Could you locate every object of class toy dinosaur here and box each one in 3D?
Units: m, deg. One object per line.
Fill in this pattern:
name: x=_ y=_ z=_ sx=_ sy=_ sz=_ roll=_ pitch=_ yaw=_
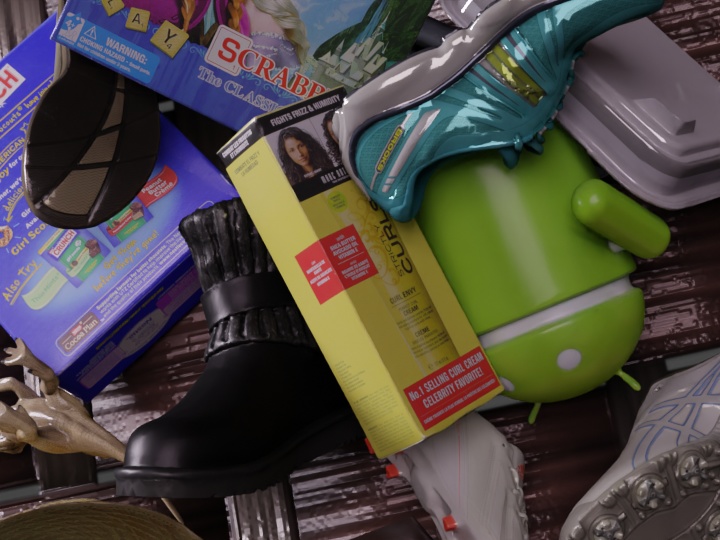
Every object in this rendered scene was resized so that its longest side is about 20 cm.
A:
toy dinosaur: x=-0.182 y=0.092 z=0.879 sx=0.199 sy=0.101 sz=0.058 roll=6 pitch=61 yaw=44

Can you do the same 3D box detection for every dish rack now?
dish rack: x=0.158 y=-0.125 z=0.883 sx=0.200 sy=0.171 sz=0.044 roll=47 pitch=125 yaw=21

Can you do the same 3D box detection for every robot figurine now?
robot figurine: x=0.098 y=-0.012 z=0.868 sx=0.175 sy=0.115 sz=0.201 roll=-24 pitch=86 yaw=36

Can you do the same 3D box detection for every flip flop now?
flip flop: x=-0.169 y=-0.105 z=0.911 sx=0.080 sy=0.058 sz=0.201 roll=12 pitch=52 yaw=-20

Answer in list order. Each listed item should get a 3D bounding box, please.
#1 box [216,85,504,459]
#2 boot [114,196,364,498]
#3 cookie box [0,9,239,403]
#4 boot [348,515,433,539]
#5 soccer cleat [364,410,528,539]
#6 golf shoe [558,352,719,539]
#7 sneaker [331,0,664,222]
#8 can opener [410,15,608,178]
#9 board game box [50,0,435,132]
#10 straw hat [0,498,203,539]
box: x=0.000 y=0.000 z=0.829 sx=0.075 sy=0.050 sz=0.201 roll=-24 pitch=86 yaw=-38
boot: x=-0.076 y=0.039 z=0.837 sx=0.079 sy=0.211 sz=0.159 roll=-6 pitch=95 yaw=28
cookie box: x=-0.190 y=-0.045 z=0.962 sx=0.171 sy=0.075 sz=0.200 roll=-43 pitch=71 yaw=-7
boot: x=0.024 y=0.262 z=0.832 sx=0.200 sy=0.064 sz=0.186 roll=42 pitch=70 yaw=16
soccer cleat: x=0.073 y=0.139 z=0.844 sx=0.077 sy=0.070 sz=0.201 roll=-15 pitch=52 yaw=-21
golf shoe: x=0.185 y=0.107 z=0.843 sx=0.199 sy=0.079 sz=0.097 roll=-31 pitch=26 yaw=-15
sneaker: x=0.082 y=-0.099 z=0.795 sx=0.199 sy=0.077 sz=0.080 roll=-32 pitch=82 yaw=12
can opener: x=0.092 y=-0.123 z=0.948 sx=0.199 sy=0.067 sz=0.053 roll=28 pitch=75 yaw=22
board game box: x=-0.054 y=-0.185 z=0.869 sx=0.199 sy=0.041 sz=0.201 roll=25 pitch=102 yaw=-9
straw hat: x=-0.181 y=0.184 z=0.865 sx=0.200 sy=0.202 sz=0.085 roll=-26 pitch=36 yaw=1
